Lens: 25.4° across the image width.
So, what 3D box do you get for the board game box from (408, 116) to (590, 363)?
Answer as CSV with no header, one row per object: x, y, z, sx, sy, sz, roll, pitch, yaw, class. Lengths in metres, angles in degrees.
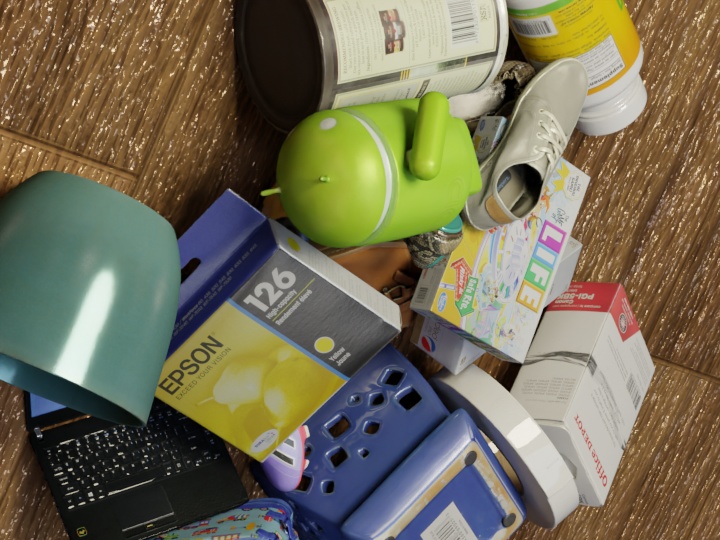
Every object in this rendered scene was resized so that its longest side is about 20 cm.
0.136,-0.029,1.542,0.134,0.034,0.201,29,77,-36,board game box

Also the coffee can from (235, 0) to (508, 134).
0.010,-0.211,1.419,0.199,0.146,0.147,-16,119,-32,coffee can

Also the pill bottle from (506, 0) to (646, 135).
0.215,-0.233,1.588,0.111,0.111,0.200,-44,130,-12,pill bottle

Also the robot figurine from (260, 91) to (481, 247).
0.013,-0.082,1.341,0.199,0.175,0.116,-13,89,-44,robot figurine

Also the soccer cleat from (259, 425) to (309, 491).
-0.101,0.121,1.528,0.076,0.067,0.201,-18,108,-34,soccer cleat

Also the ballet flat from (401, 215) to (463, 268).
0.033,-0.088,1.486,0.068,0.201,0.075,1,145,-36,ballet flat

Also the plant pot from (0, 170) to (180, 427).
-0.237,0.016,1.309,0.200,0.200,0.162,35,71,-42,plant pot

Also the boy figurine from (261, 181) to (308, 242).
-0.052,-0.069,1.460,0.064,0.124,0.201,28,75,-28,boy figurine

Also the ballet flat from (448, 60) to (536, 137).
0.088,-0.144,1.551,0.199,0.046,0.068,-30,98,-11,ballet flat

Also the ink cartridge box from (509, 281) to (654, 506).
0.238,0.133,1.743,0.201,0.082,0.147,-61,138,-36,ink cartridge box

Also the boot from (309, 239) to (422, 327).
0.000,0.000,1.569,0.199,0.077,0.156,-23,139,-18,boot

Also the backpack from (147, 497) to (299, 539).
-0.130,0.288,1.521,0.181,0.200,0.136,-7,100,10,backpack

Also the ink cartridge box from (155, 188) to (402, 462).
-0.100,0.054,1.408,0.200,0.047,0.198,33,117,-27,ink cartridge box

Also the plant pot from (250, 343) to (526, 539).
0.041,0.225,1.623,0.200,0.180,0.200,-44,130,-14,plant pot

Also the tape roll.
0.145,0.179,1.649,0.037,0.203,0.203,-38,129,-13,tape roll

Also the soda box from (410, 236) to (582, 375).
0.141,0.022,1.641,0.200,0.064,0.068,-34,150,-39,soda box

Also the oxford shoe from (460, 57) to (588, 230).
0.166,-0.117,1.500,0.075,0.058,0.200,48,65,-28,oxford shoe

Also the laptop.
-0.200,0.130,1.443,0.176,0.201,0.103,-15,159,-31,laptop
